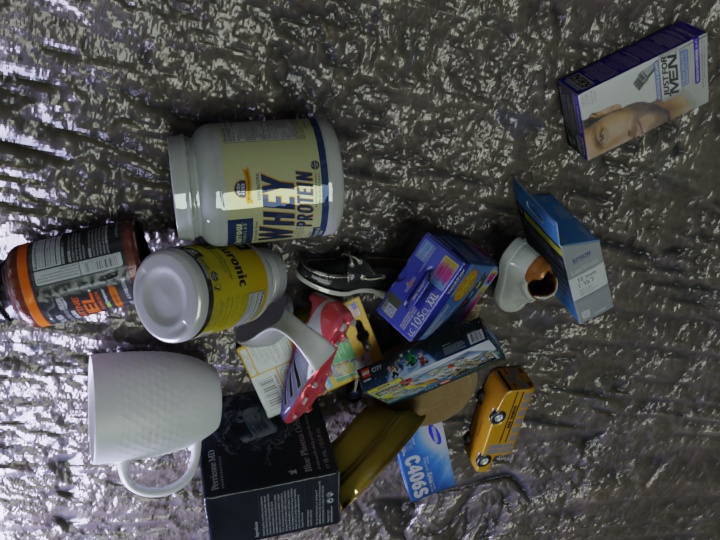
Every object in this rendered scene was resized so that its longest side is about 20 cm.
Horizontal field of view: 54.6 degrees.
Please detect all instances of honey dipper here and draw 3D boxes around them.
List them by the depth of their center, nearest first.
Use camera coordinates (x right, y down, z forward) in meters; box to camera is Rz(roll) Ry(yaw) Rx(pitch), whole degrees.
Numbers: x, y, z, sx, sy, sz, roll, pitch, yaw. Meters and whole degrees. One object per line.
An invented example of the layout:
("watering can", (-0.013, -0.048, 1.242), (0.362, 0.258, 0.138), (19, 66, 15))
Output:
("honey dipper", (0.156, 0.125, 1.175), (0.037, 0.038, 0.202), (4, 124, -21))

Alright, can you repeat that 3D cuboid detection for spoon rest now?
("spoon rest", (-0.111, 0.076, 0.952), (0.099, 0.199, 0.061), (-47, 123, -18))

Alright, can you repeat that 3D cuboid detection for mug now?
("mug", (-0.289, 0.214, 0.987), (0.172, 0.204, 0.147), (-1, 167, -25))

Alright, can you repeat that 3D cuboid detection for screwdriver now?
("screwdriver", (-0.011, 0.189, 1.091), (0.028, 0.200, 0.029), (29, 78, 6))

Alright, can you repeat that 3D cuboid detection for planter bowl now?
("planter bowl", (0.009, 0.277, 1.114), (0.083, 0.200, 0.201), (43, 106, 8))

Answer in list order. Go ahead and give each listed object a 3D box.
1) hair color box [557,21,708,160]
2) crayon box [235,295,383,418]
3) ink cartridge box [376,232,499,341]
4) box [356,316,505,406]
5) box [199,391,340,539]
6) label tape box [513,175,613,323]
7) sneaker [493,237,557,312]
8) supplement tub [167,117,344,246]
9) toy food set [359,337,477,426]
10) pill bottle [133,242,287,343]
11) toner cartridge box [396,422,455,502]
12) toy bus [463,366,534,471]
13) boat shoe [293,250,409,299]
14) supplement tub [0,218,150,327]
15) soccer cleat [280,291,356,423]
("hair color box", (0.386, -0.252, 0.984), (0.197, 0.065, 0.110), (-25, 127, 0))
("crayon box", (-0.075, 0.124, 1.062), (0.197, 0.052, 0.127), (-23, 109, -2))
("ink cartridge box", (0.109, 0.024, 1.001), (0.138, 0.076, 0.199), (-57, 154, 16))
("box", (0.109, 0.140, 1.043), (0.197, 0.038, 0.137), (-25, 155, 12))
("box", (-0.147, 0.295, 1.080), (0.196, 0.198, 0.119), (-8, 124, -13))
("label tape box", (0.301, -0.042, 1.043), (0.065, 0.144, 0.202), (-25, 127, -1))
("sneaker", (0.256, 0.030, 1.074), (0.073, 0.084, 0.200), (-47, 156, -10))
("supplement tub", (-0.129, -0.107, 0.852), (0.196, 0.146, 0.147), (-7, 125, -15))
("toy food set", (0.097, 0.183, 1.164), (0.195, 0.049, 0.202), (-16, 126, 7))
("pill bottle", (-0.181, 0.020, 0.891), (0.112, 0.111, 0.199), (-57, 161, 21))
("toner cartridge box", (0.114, 0.339, 1.294), (0.094, 0.043, 0.202), (-21, 126, -6))
("toy bus", (0.252, 0.277, 1.288), (0.077, 0.065, 0.203), (-2, 122, -19))
("boat shoe", (0.000, 0.000, 1.013), (0.197, 0.074, 0.061), (10, 119, -28))
("supplement tub", (-0.365, 0.008, 0.873), (0.197, 0.107, 0.108), (-15, 126, -9))
("soccer cleat", (-0.075, 0.128, 1.012), (0.066, 0.076, 0.202), (-12, 132, -60))
